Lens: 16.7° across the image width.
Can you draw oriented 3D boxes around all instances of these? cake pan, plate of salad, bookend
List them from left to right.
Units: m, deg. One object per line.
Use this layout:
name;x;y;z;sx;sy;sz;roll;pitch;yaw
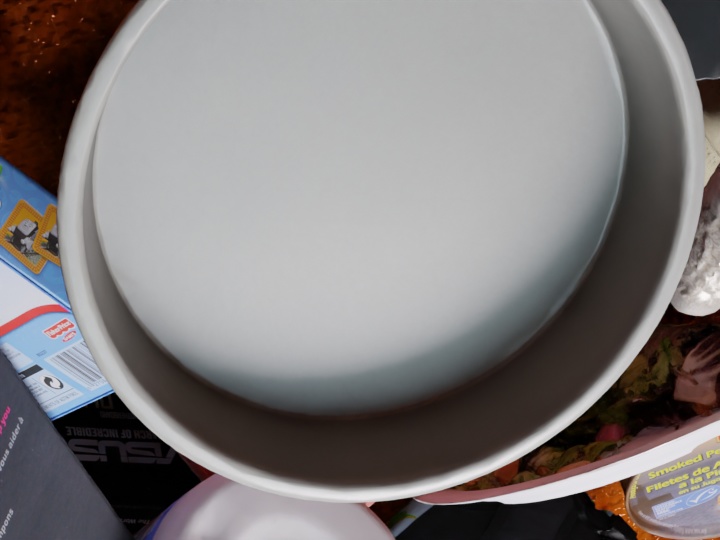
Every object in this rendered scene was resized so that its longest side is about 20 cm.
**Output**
cake pan;0.005;-0.026;0.741;0.199;0.037;0.201;-6;114;-14
bookend;0.039;-0.071;0.805;0.199;0.092;0.199;-7;114;-12
plate of salad;0.109;0.047;1.032;0.199;0.048;0.200;-22;-175;2

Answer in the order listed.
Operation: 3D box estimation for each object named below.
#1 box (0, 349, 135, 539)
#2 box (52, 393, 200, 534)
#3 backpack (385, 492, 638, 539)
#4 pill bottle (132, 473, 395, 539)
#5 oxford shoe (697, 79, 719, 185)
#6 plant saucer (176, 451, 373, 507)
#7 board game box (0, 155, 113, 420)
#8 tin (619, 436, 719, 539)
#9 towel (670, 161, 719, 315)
box;-0.174;0.079;0.804;0.106;0.123;0.200;5;143;27
box;-0.130;0.112;1.061;0.199;0.086;0.164;5;140;-26
backpack;0.058;0.170;1.134;0.163;0.200;0.154;40;139;3
pill bottle;-0.071;0.160;0.956;0.113;0.114;0.200;8;151;-29
oxford shoe;0.134;-0.063;0.950;0.074;0.071;0.200;-40;148;12
plant saucer;0.000;0.000;0.947;0.199;0.037;0.200;-40;141;-6
board game box;-0.177;-0.014;0.818;0.200;0.037;0.151;37;144;-23
tin;0.218;0.070;1.175;0.199;0.042;0.112;-20;148;6
towel;0.176;-0.081;0.862;0.200;0.034;0.133;-44;161;-41
